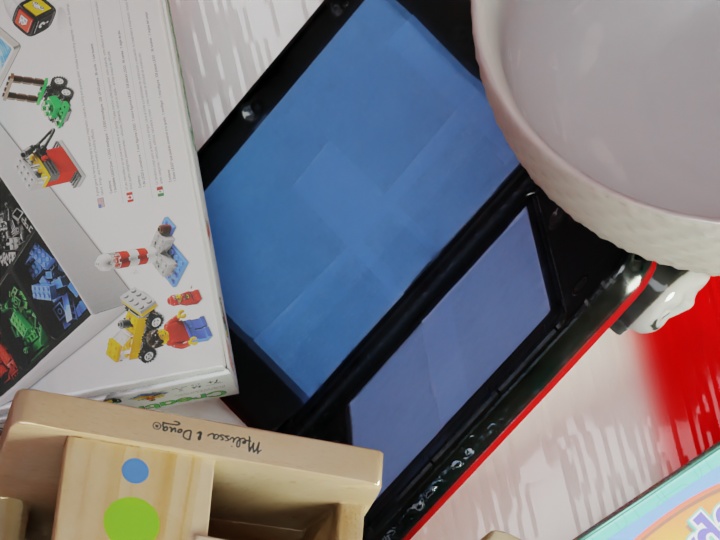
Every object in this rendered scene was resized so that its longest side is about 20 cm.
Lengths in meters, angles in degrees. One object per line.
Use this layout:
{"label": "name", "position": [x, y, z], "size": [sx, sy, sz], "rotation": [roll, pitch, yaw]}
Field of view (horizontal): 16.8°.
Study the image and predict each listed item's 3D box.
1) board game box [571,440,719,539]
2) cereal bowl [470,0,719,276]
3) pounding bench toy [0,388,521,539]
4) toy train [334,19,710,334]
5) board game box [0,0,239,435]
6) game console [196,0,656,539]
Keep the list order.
{"label": "board game box", "position": [0.172, 0.171, 0.984], "size": [0.152, 0.045, 0.200], "rotation": [-33, 83, -3]}
{"label": "cereal bowl", "position": [0.141, -0.080, 0.864], "size": [0.200, 0.083, 0.200], "rotation": [-5, 59, 9]}
{"label": "pounding bench toy", "position": [-0.036, 0.151, 0.817], "size": [0.200, 0.124, 0.156], "rotation": [10, 59, -12]}
{"label": "toy train", "position": [0.083, -0.067, 1.007], "size": [0.200, 0.085, 0.114], "rotation": [45, 97, 5]}
{"label": "board game box", "position": [-0.128, -0.035, 0.978], "size": [0.126, 0.035, 0.200], "rotation": [-11, 70, 0]}
{"label": "game console", "position": [0.000, 0.000, 0.945], "size": [0.119, 0.172, 0.200], "rotation": [34, 111, -19]}
